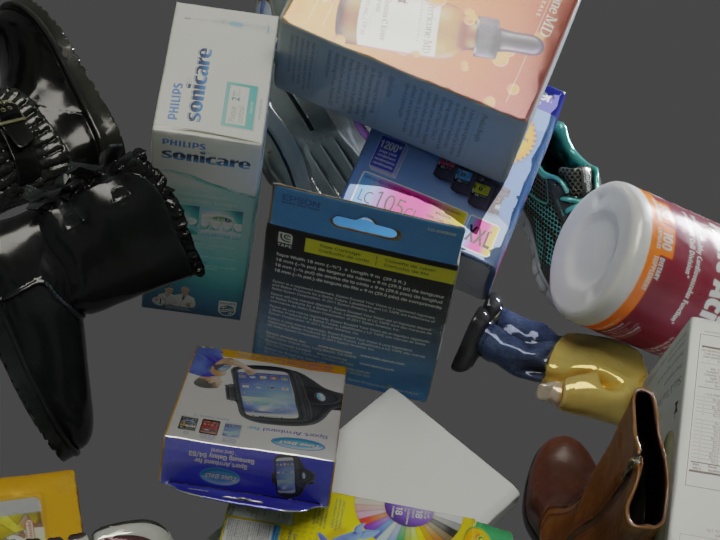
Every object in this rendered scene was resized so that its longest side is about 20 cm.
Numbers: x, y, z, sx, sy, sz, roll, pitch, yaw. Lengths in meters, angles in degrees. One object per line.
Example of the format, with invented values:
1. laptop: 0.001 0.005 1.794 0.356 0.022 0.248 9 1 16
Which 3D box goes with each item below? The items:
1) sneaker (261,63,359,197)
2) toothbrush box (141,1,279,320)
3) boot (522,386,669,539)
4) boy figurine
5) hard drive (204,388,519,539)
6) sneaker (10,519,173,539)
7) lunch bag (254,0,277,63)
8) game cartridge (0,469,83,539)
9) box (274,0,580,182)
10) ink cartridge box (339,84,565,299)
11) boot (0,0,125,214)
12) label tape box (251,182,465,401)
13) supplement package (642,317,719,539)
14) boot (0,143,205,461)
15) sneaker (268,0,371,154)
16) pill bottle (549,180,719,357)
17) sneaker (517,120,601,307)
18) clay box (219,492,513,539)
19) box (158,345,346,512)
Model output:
1. sneaker: -0.037 -0.076 1.444 0.073 0.071 0.201 -16 70 -29
2. toothbrush box: -0.118 -0.084 1.345 0.085 0.201 0.147 7 47 -3
3. boot: 0.159 0.147 1.186 0.068 0.201 0.189 11 48 0
4. boy figurine: 0.176 0.083 1.338 0.199 0.065 0.124 25 23 8
5. hard drive: 0.003 0.182 1.246 0.132 0.026 0.200 38 53 22
6. sneaker: -0.200 0.233 1.096 0.199 0.076 0.116 -12 55 -20
7. lunch bag: -0.019 -0.226 1.575 0.159 0.076 0.201 9 47 -5
8. game cartridge: -0.282 0.220 1.160 0.198 0.033 0.177 -4 49 -15
9. box: 0.054 -0.187 1.319 0.199 0.106 0.153 22 68 4
10. ink cartridge box: 0.077 -0.098 1.385 0.136 0.076 0.201 22 66 4
11. boot: -0.308 -0.137 1.441 0.157 0.080 0.211 -20 55 -25
12. label tape box: 0.000 0.000 1.290 0.143 0.201 0.064 13 47 2
13. supplement package: 0.271 0.161 1.187 0.149 0.152 0.201 10 69 0
14. boot: -0.188 0.020 1.234 0.162 0.199 0.073 -27 19 -10
15. sneaker: -0.018 -0.182 1.463 0.075 0.201 0.099 -35 28 -18
16. pill bottle: 0.257 0.016 1.341 0.199 0.114 0.115 21 43 -25
17. sneaker: 0.175 -0.043 1.432 0.077 0.092 0.201 -13 52 -20
18. clay box: 0.000 0.213 1.169 0.198 0.048 0.115 12 47 1
19. box: -0.073 0.111 1.225 0.118 0.042 0.200 8 16 -1
